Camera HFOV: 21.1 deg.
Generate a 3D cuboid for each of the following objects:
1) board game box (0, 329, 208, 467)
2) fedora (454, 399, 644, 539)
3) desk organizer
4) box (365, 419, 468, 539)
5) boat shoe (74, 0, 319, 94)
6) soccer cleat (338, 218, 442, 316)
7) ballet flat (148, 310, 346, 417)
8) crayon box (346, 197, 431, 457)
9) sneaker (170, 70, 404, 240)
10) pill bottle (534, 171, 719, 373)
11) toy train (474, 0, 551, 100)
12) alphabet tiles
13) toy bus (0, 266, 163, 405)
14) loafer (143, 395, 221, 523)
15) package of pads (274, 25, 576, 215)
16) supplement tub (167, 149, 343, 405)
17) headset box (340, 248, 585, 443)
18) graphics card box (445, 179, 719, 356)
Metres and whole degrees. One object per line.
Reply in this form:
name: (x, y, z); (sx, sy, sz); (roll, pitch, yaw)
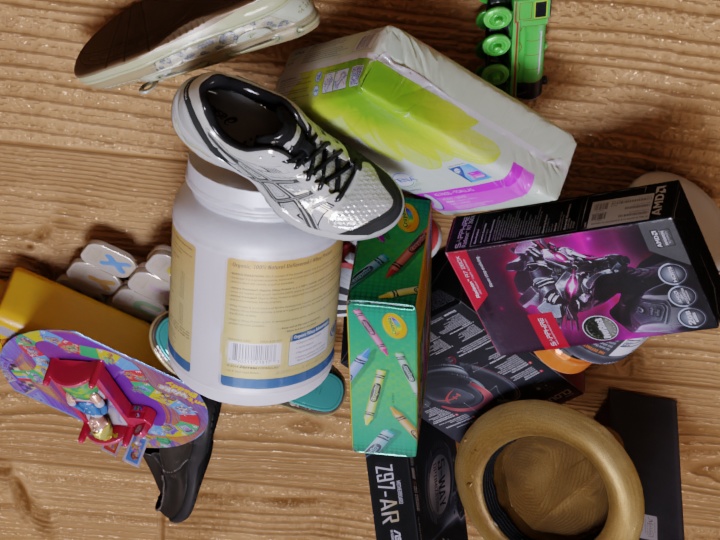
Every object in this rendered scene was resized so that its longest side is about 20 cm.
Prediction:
board game box: (-0.238, 0.124, 1.759); (0.200, 0.039, 0.158); (26, 147, -16)
fedora: (0.185, 0.193, 1.784); (0.200, 0.082, 0.201); (16, 122, 28)
desk organizer: (0.262, 0.222, 1.857); (0.071, 0.201, 0.077); (11, 143, -9)
box: (0.058, 0.238, 1.852); (0.043, 0.201, 0.160); (-11, 167, 19)
boat shoe: (-0.129, -0.177, 1.493); (0.199, 0.073, 0.063); (-17, 134, 23)
soccer cleat: (0.000, 0.000, 1.714); (0.200, 0.069, 0.085); (-22, 143, 33)
ballet flat: (-0.109, 0.088, 1.763); (0.199, 0.069, 0.063); (24, 176, -21)
crayon box: (0.026, 0.049, 1.612); (0.058, 0.119, 0.200); (5, 138, 5)
sneaker: (-0.053, -0.085, 1.474); (0.199, 0.076, 0.088); (27, 167, -10)
pill bottle: (0.223, 0.011, 1.672); (0.106, 0.107, 0.200); (20, 138, -20)
toy train: (0.118, -0.198, 1.476); (0.056, 0.042, 0.200); (-7, 142, -4)
alphabet tiles: (-0.181, 0.039, 1.779); (0.195, 0.015, 0.200); (26, 146, -17)
toy bus: (-0.280, 0.057, 1.777); (0.199, 0.065, 0.078); (25, 147, -12)
loafer: (-0.187, 0.179, 1.952); (0.071, 0.073, 0.200); (17, 135, -1)
package of pads: (0.046, -0.115, 1.519); (0.200, 0.068, 0.154); (29, 164, -27)
supplement tub: (-0.087, -0.004, 1.613); (0.144, 0.145, 0.201); (5, 119, -1)
headset box: (0.102, 0.077, 1.787); (0.148, 0.075, 0.200); (-29, 131, 34)
graphics card box: (0.182, 0.001, 1.564); (0.199, 0.051, 0.126); (-9, 129, 26)
